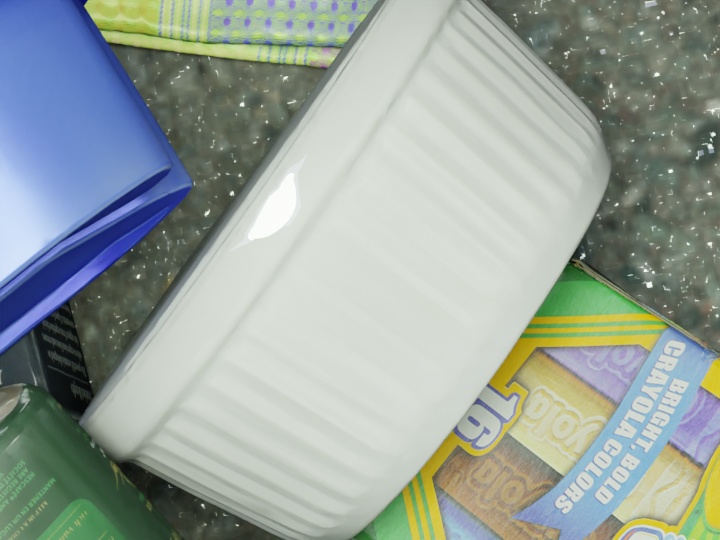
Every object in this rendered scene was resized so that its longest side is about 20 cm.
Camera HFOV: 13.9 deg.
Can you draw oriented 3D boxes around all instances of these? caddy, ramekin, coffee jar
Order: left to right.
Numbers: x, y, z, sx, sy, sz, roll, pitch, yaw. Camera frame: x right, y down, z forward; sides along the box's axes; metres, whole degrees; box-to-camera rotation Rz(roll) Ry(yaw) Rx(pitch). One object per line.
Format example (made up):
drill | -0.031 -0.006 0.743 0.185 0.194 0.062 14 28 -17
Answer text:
caddy | -0.147 -0.020 0.902 0.200 0.141 0.105 -39 85 -1
coffee jar | -0.071 0.132 0.927 0.200 0.104 0.085 47 72 -9
ramekin | 0.000 0.000 0.969 0.094 0.202 0.203 36 89 -4

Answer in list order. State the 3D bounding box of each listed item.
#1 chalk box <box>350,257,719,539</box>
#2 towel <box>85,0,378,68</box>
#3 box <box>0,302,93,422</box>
chalk box | 0.116 0.107 0.929 0.124 0.200 0.124 -51 126 -1
towel | -0.045 -0.178 1.074 0.143 0.023 0.201 7 85 5
box | -0.192 -0.022 1.030 0.148 0.107 0.201 -16 82 3
